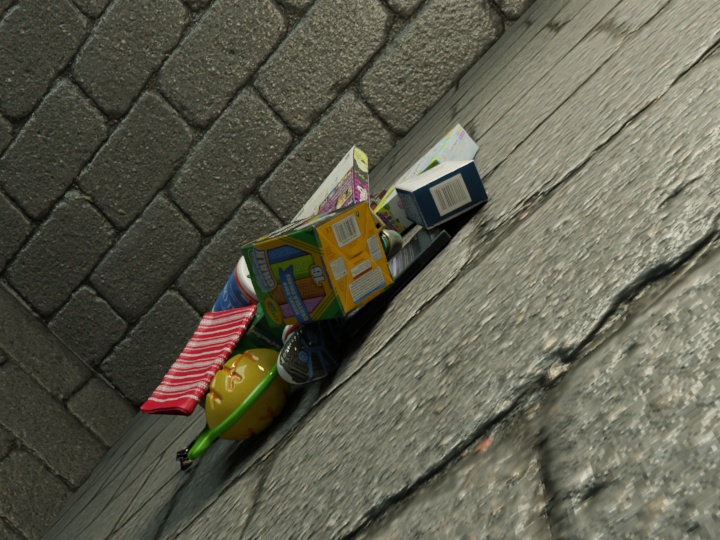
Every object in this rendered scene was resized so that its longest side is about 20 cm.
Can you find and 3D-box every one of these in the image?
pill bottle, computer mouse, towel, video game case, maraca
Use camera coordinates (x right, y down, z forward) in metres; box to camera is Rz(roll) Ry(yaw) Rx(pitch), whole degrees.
[{"bbox_3d":[-0.196,0.067,1.222,0.201,0.111,0.113,-54,1,40],"label":"pill bottle"},{"bbox_3d":[-0.275,0.286,1.264,0.199,0.046,0.141,-37,12,49],"label":"computer mouse"},{"bbox_3d":[-0.249,0.138,1.079,0.143,0.023,0.202,-11,40,46],"label":"towel"},{"bbox_3d":[0.054,0.002,1.041,0.200,0.019,0.143,-46,8,12],"label":"video game case"},{"bbox_3d":[-0.176,0.192,1.003,0.200,0.107,0.137,-45,5,11],"label":"maraca"},{"bbox_3d":[-0.057,-0.079,1.126,0.200,0.035,0.183,-47,25,28],"label":"video game case"}]

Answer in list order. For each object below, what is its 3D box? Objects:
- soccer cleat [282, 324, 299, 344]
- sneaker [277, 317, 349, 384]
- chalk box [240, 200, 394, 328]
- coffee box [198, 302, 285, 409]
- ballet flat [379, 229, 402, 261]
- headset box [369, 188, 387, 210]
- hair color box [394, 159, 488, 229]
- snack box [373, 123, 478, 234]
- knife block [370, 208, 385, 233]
[{"bbox_3d":[-0.069,0.048,1.126,0.200,0.084,0.070,-46,-37,-33],"label":"soccer cleat"},{"bbox_3d":[-0.071,0.114,0.970,0.077,0.076,0.200,-38,0,20],"label":"sneaker"},{"bbox_3d":[-0.075,-0.003,0.977,0.197,0.127,0.124,-12,12,43],"label":"chalk box"},{"bbox_3d":[-0.171,0.152,1.112,0.200,0.124,0.044,-47,33,-14],"label":"coffee box"},{"bbox_3d":[0.000,0.000,1.218,0.199,0.068,0.063,-41,-18,32],"label":"ballet flat"},{"bbox_3d":[-0.011,-0.066,1.464,0.201,0.075,0.148,-48,9,-11],"label":"headset box"},{"bbox_3d":[0.116,-0.116,1.046,0.098,0.062,0.200,-25,10,0],"label":"hair color box"},{"bbox_3d":[0.116,-0.160,1.303,0.199,0.068,0.169,-38,11,36],"label":"snack box"},{"bbox_3d":[-0.007,-0.105,1.236,0.199,0.064,0.177,-32,20,48],"label":"knife block"}]
